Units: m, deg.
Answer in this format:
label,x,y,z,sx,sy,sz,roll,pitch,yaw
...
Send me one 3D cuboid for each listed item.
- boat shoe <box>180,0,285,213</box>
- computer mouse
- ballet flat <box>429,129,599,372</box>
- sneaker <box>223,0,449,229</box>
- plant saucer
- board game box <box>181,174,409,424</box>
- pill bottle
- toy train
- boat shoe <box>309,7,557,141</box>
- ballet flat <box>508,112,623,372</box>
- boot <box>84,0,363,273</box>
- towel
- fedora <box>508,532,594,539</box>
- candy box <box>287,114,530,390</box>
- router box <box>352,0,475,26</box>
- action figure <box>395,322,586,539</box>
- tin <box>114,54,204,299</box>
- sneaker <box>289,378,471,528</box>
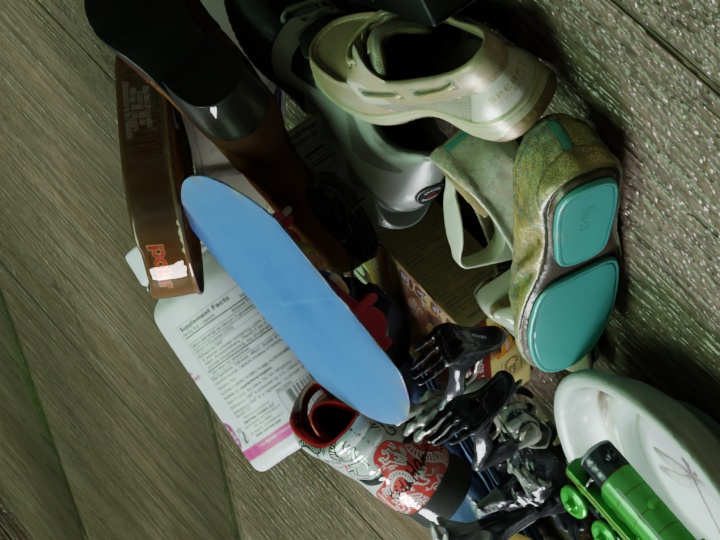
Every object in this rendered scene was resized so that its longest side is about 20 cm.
label,x,y,z,sx,sy,sz,roll,pitch,yaw
boat shoe,-0.086,-0.113,1.822,0.063,0.072,0.201,-82,-10,-72
computer mouse,0.000,0.000,1.698,0.059,0.034,0.200,25,151,24
ballet flat,0.087,-0.007,1.605,0.067,0.062,0.200,44,160,54
sneaker,-0.006,-0.130,1.646,0.200,0.074,0.089,53,146,10
plant saucer,0.196,0.134,1.592,0.200,0.050,0.200,49,161,23
board game box,-0.028,0.007,1.646,0.200,0.039,0.158,50,163,-10
pill bottle,-0.089,0.045,2.083,0.200,0.113,0.113,56,163,1
toy train,0.188,0.176,1.544,0.200,0.042,0.056,49,152,23
boat shoe,0.028,-0.123,1.517,0.065,0.072,0.200,40,169,-35
ballet flat,0.113,-0.019,1.524,0.071,0.071,0.200,47,158,26
boot,-0.082,-0.105,1.716,0.188,0.068,0.200,39,172,39
towel,0.060,0.124,1.938,0.200,0.048,0.112,59,163,-14
fedora,0.167,0.233,1.791,0.201,0.082,0.201,50,163,21
candy box,0.030,-0.008,1.768,0.200,0.055,0.116,46,161,28
router box,-0.015,-0.240,1.476,0.149,0.051,0.200,26,146,55
action figure,0.078,0.114,1.677,0.200,0.102,0.119,60,-173,-54
tin,-0.133,-0.068,1.765,0.200,0.042,0.112,-99,2,-47
sneaker,-0.002,0.103,1.798,0.108,0.067,0.201,37,179,-21
